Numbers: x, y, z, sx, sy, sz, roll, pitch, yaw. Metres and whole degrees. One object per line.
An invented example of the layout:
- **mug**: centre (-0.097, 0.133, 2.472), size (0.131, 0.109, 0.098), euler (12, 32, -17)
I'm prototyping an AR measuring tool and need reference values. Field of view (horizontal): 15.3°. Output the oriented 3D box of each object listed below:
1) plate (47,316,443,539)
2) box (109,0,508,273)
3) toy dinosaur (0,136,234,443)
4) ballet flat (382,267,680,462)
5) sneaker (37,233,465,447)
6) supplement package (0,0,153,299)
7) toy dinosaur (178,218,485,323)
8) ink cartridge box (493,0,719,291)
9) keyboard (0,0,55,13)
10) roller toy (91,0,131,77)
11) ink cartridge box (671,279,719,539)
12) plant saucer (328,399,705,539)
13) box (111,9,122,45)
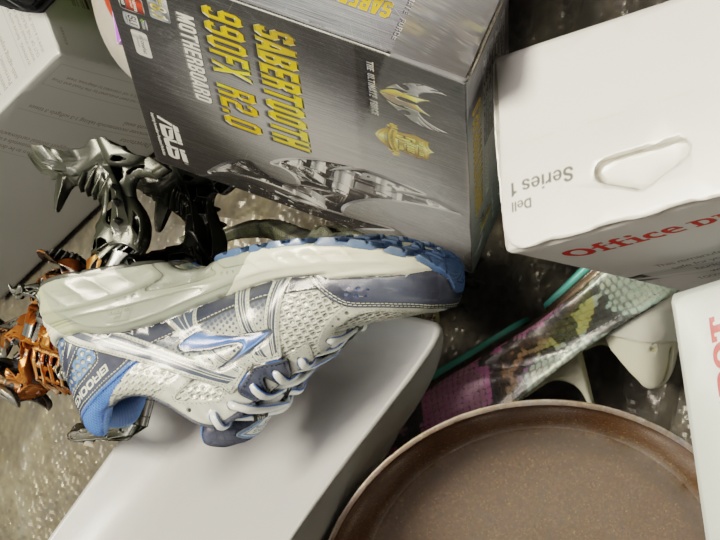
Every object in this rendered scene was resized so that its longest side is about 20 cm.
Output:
- **plate**: centre (-0.059, 0.100, 1.205), size (0.200, 0.032, 0.200), euler (-54, 27, -14)
- **box**: centre (-0.018, -0.080, 1.122), size (0.158, 0.200, 0.048), euler (21, 71, 10)
- **toy dinosaur**: centre (-0.097, 0.011, 1.263), size (0.200, 0.102, 0.136), euler (-6, 78, 12)
- **ballet flat**: centre (0.093, 0.037, 1.195), size (0.200, 0.069, 0.071), euler (-38, 84, 13)
- **sneaker**: centre (-0.043, 0.031, 1.169), size (0.200, 0.077, 0.085), euler (-9, 88, 26)
- **supplement package**: centre (-0.197, -0.091, 1.452), size (0.200, 0.117, 0.117), euler (-41, 58, 29)
- **toy dinosaur**: centre (0.000, 0.000, 1.272), size (0.200, 0.088, 0.047), euler (12, 82, 57)
- **ink cartridge box**: centre (0.168, -0.046, 1.054), size (0.146, 0.200, 0.084), euler (-16, 71, 39)
- **keyboard**: centre (-0.166, -0.221, 1.395), size (0.127, 0.200, 0.021), euler (34, 146, 5)
- **roller toy**: centre (-0.030, -0.160, 1.296), size (0.182, 0.140, 0.200), euler (-49, 44, 32)
- **ink cartridge box**: centre (0.243, 0.061, 1.008), size (0.200, 0.145, 0.145), euler (-19, 71, 40)
- **plant saucer**: centre (0.080, 0.147, 1.149), size (0.200, 0.032, 0.200), euler (1, 104, 4)
- **box**: centre (-0.075, -0.216, 1.214), size (0.137, 0.039, 0.200), euler (-42, 48, 44)
